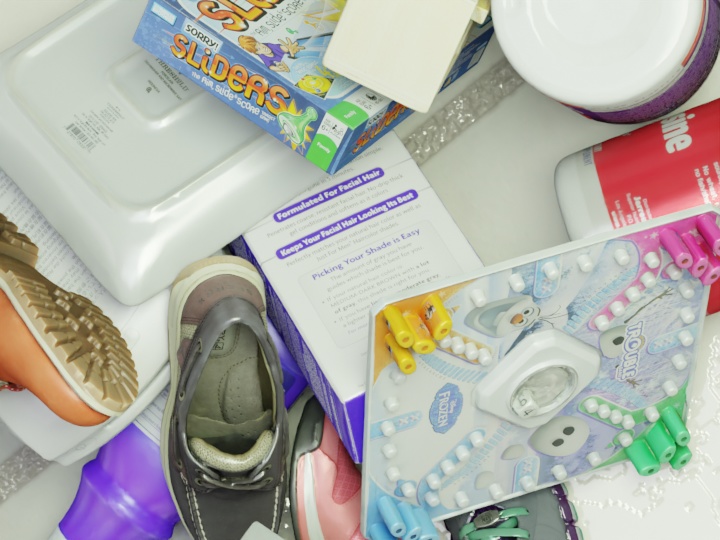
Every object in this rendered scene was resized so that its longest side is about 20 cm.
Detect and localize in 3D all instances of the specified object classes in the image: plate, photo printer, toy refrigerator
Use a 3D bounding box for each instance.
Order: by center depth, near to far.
[{"bbox_3d":[0.044,-0.163,1.532,0.070,0.200,0.076,26,117,2],"label":"toy refrigerator"},{"bbox_3d":[-0.110,-0.100,1.594,0.199,0.032,0.200,-35,59,-15],"label":"plate"},{"bbox_3d":[-0.173,0.002,1.625,0.167,0.069,0.200,-49,58,7],"label":"photo printer"}]

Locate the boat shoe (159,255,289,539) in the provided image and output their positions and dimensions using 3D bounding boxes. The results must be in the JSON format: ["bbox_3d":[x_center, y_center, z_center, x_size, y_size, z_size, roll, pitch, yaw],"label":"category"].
[{"bbox_3d":[-0.074,0.090,1.559,0.071,0.065,0.201,-3,121,-8],"label":"boat shoe"}]

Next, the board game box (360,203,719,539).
[{"bbox_3d":[0.098,0.064,1.508,0.199,0.201,0.026,-16,50,-15],"label":"board game box"}]

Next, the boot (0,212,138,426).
[{"bbox_3d":[-0.200,0.046,1.547,0.200,0.075,0.108,41,99,41],"label":"boot"}]

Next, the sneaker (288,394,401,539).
[{"bbox_3d":[0.009,0.167,1.623,0.086,0.074,0.202,-9,94,1],"label":"sneaker"}]

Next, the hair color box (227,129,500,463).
[{"bbox_3d":[0.000,0.000,1.564,0.109,0.065,0.200,-24,53,-10],"label":"hair color box"}]

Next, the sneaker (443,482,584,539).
[{"bbox_3d":[0.095,0.175,1.586,0.074,0.088,0.201,-26,84,10],"label":"sneaker"}]

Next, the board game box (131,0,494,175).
[{"bbox_3d":[-0.021,-0.134,1.565,0.135,0.200,0.035,34,123,10],"label":"board game box"}]

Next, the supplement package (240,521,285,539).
[{"bbox_3d":[-0.062,0.280,1.535,0.151,0.151,0.200,33,127,2],"label":"supplement package"}]

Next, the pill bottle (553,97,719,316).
[{"bbox_3d":[0.216,-0.043,1.553,0.199,0.112,0.113,-20,85,10],"label":"pill bottle"}]

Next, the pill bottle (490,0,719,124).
[{"bbox_3d":[0.139,-0.137,1.527,0.111,0.200,0.112,0,88,13],"label":"pill bottle"}]

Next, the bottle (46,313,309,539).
[{"bbox_3d":[-0.106,0.097,1.641,0.083,0.065,0.200,39,97,4],"label":"bottle"}]
